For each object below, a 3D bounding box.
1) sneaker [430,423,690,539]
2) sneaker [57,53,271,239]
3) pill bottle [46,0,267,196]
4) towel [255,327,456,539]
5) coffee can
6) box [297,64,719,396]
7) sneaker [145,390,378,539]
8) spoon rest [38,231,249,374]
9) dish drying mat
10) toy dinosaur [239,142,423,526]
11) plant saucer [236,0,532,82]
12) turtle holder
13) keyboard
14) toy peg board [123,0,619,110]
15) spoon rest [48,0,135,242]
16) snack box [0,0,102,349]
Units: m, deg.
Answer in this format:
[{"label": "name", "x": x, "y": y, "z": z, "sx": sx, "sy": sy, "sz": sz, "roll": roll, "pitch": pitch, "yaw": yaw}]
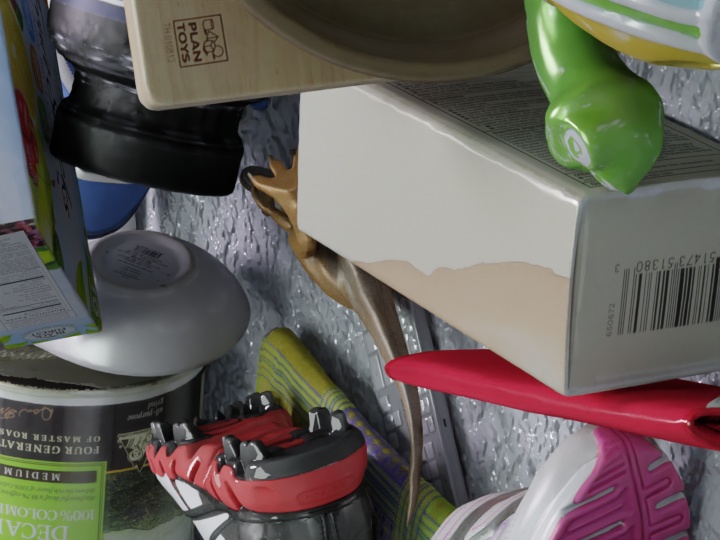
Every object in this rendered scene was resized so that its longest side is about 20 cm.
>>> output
[{"label": "sneaker", "x": 0.063, "y": 0.122, "z": 1.123, "sx": 0.088, "sy": 0.081, "sz": 0.200, "roll": 58, "pitch": 142, "yaw": 33}, {"label": "sneaker", "x": -0.102, "y": -0.081, "z": 1.360, "sx": 0.146, "sy": 0.080, "sz": 0.201, "roll": 47, "pitch": 130, "yaw": 51}, {"label": "pill bottle", "x": -0.075, "y": -0.140, "z": 1.229, "sx": 0.112, "sy": 0.112, "sz": 0.201, "roll": 26, "pitch": 106, "yaw": 55}, {"label": "towel", "x": -0.005, "y": 0.127, "z": 1.291, "sx": 0.200, "sy": 0.023, "sz": 0.144, "roll": 43, "pitch": 133, "yaw": 52}, {"label": "coffee can", "x": -0.156, "y": 0.122, "z": 1.437, "sx": 0.146, "sy": 0.146, "sz": 0.201, "roll": 35, "pitch": 126, "yaw": 52}, {"label": "box", "x": 0.062, "y": -0.027, "z": 1.078, "sx": 0.200, "sy": 0.095, "sz": 0.078, "roll": 33, "pitch": 125, "yaw": 55}, {"label": "sneaker", "x": -0.044, "y": 0.109, "z": 1.259, "sx": 0.200, "sy": 0.071, "sz": 0.098, "roll": -172, "pitch": 66, "yaw": -70}, {"label": "spoon rest", "x": -0.148, "y": 0.003, "z": 1.371, "sx": 0.200, "sy": 0.099, "sz": 0.061, "roll": 21, "pitch": 128, "yaw": 18}, {"label": "dish drying mat", "x": 0.093, "y": 0.047, "z": 1.058, "sx": 0.200, "sy": 0.077, "sz": 0.018, "roll": 11, "pitch": 98, "yaw": 59}, {"label": "toy dinosaur", "x": 0.000, "y": 0.000, "z": 1.224, "sx": 0.106, "sy": 0.060, "sz": 0.200, "roll": 72, "pitch": 173, "yaw": -45}, {"label": "plant saucer", "x": 0.021, "y": -0.167, "z": 1.020, "sx": 0.029, "sy": 0.199, "sz": 0.201, "roll": 171, "pitch": 91, "yaw": -76}, {"label": "turtle holder", "x": 0.102, "y": -0.123, "z": 0.917, "sx": 0.185, "sy": 0.141, "sz": 0.132, "roll": -42, "pitch": 53, "yaw": 16}, {"label": "keyboard", "x": 0.012, "y": 0.017, "z": 1.257, "sx": 0.056, "sy": 0.011, "sz": 0.201, "roll": -28, "pitch": 73, "yaw": 59}, {"label": "toy peg board", "x": -0.008, "y": -0.168, "z": 1.079, "sx": 0.098, "sy": 0.199, "sz": 0.201, "roll": 169, "pitch": 93, "yaw": -76}, {"label": "spoon rest", "x": -0.169, "y": -0.088, "z": 1.514, "sx": 0.099, "sy": 0.061, "sz": 0.200, "roll": -29, "pitch": 85, "yaw": 60}, {"label": "snack box", "x": -0.169, "y": -0.081, "z": 1.278, "sx": 0.142, "sy": 0.053, "sz": 0.201, "roll": 74, "pitch": -176, "yaw": -69}]
